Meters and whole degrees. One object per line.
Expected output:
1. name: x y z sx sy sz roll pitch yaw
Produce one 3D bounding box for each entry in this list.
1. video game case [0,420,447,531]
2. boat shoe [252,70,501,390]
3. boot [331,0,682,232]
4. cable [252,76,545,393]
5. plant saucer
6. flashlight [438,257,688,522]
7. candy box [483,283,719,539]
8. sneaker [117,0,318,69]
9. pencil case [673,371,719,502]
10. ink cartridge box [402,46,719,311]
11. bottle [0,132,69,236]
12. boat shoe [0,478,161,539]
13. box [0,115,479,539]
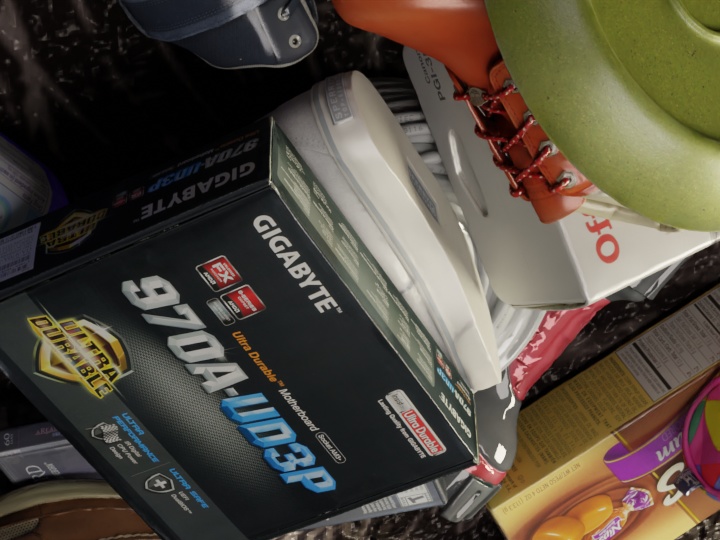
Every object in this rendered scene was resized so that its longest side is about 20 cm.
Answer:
1. video game case: -0.067 0.100 1.096 0.200 0.019 0.143 -11 148 8
2. boat shoe: 0.008 -0.007 1.002 0.068 0.072 0.200 -20 141 13
3. boot: 0.069 -0.078 0.915 0.200 0.075 0.107 15 88 -23
4. cable: 0.000 0.000 1.091 0.200 0.069 0.200 -44 132 7
5. plant saucer: 0.135 -0.116 0.892 0.200 0.200 0.031 12 159 -34
6. flashlight: 0.098 0.045 1.176 0.068 0.068 0.200 32 106 -39
7. candy box: 0.167 0.101 1.262 0.200 0.056 0.117 -31 133 -1
8. sneaker: -0.029 -0.175 0.928 0.202 0.077 0.146 -30 122 8
9. pencil case: 0.266 0.116 1.235 0.200 0.088 0.088 21 112 -40
10. ink cartridge box: 0.141 -0.084 1.028 0.200 0.083 0.147 -26 99 -22
11. bottle: -0.215 -0.053 0.941 0.084 0.065 0.200 -40 132 11
12. boat shoe: -0.180 0.155 1.075 0.199 0.074 0.076 -8 148 1
13. box: -0.060 0.039 0.972 0.159 0.046 0.200 -21 131 17
